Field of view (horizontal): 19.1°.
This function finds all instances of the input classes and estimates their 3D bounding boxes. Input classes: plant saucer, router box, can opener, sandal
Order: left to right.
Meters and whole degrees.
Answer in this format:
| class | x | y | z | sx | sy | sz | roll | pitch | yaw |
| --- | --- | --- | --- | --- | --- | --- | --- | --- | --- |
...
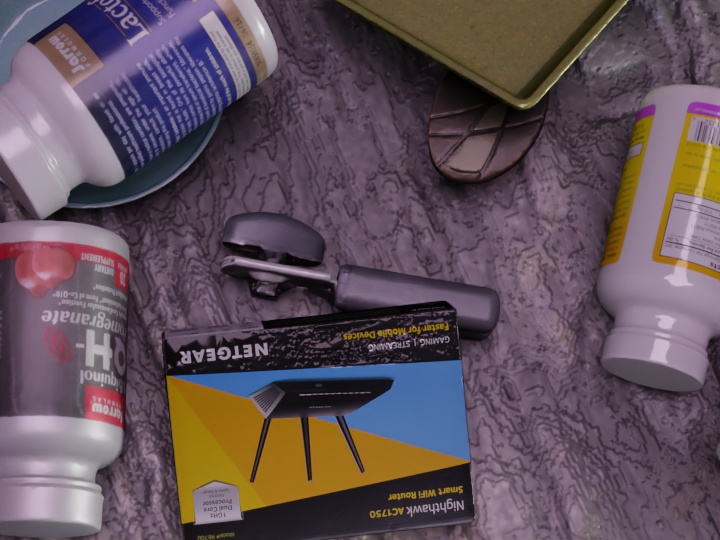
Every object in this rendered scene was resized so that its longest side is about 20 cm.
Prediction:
| class | x | y | z | sx | sy | sz | roll | pitch | yaw |
| --- | --- | --- | --- | --- | --- | --- | --- | --- | --- |
| plant saucer | -0.194 | -0.136 | 1.531 | 0.199 | 0.036 | 0.201 | 1 | 76 | -4 |
| router box | -0.028 | 0.105 | 1.448 | 0.199 | 0.051 | 0.150 | -6 | 96 | -5 |
| can opener | 0.000 | 0.000 | 1.500 | 0.199 | 0.053 | 0.067 | 9 | 76 | -2 |
| plant saucer | 0.095 | -0.212 | 1.529 | 0.199 | 0.048 | 0.200 | 33 | 65 | 21 |
| sandal | 0.097 | -0.143 | 1.547 | 0.081 | 0.055 | 0.201 | 8 | 60 | 3 |

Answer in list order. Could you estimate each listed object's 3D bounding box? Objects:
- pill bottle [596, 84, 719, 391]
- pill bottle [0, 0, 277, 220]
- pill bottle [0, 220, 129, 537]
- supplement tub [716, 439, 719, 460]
| class | x | y | z | sx | sy | sz | roll | pitch | yaw |
| --- | --- | --- | --- | --- | --- | --- | --- | --- | --- |
| pill bottle | 0.225 | -0.021 | 1.494 | 0.104 | 0.104 | 0.201 | 16 | 75 | 0 |
| pill bottle | -0.165 | -0.129 | 1.454 | 0.200 | 0.116 | 0.116 | -37 | 81 | -12 |
| pill bottle | -0.212 | 0.075 | 1.436 | 0.110 | 0.111 | 0.201 | 1 | 75 | -4 |
| supplement tub | 0.341 | 0.063 | 1.465 | 0.132 | 0.132 | 0.200 | 27 | 76 | 3 |
